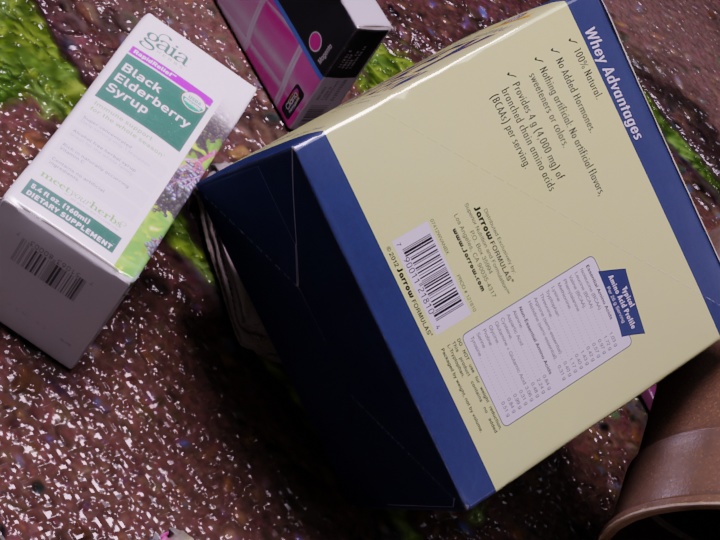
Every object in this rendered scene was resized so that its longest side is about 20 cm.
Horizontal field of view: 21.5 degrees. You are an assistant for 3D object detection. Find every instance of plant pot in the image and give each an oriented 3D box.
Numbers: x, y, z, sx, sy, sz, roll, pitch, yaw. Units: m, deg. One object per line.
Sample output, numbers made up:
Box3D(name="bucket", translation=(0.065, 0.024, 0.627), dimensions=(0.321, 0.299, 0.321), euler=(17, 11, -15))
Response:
Box3D(name="plant pot", translation=(0.247, 0.087, 1.062), dimensions=(0.199, 0.200, 0.200), euler=(25, 60, -16))

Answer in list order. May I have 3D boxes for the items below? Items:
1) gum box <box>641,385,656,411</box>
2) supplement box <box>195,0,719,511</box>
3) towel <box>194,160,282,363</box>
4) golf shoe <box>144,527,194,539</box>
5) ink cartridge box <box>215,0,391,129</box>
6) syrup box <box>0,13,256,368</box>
Box3D(name="gum box", translation=(0.262, 0.061, 1.252), dimensions=(0.198, 0.066, 0.114), euler=(2, 49, -37))
Box3D(name="supplement box", translation=(0.058, -0.009, 1.000), dimensions=(0.199, 0.134, 0.202), euler=(-29, 98, -26))
Box3D(name="towel", translation=(0.000, 0.000, 1.131), dimensions=(0.198, 0.035, 0.133), euler=(6, 49, -35))
Box3D(name="golf shoe", translation=(-0.104, 0.204, 0.820), dimensions=(0.092, 0.073, 0.201), euler=(35, 47, -11))
Box3D(name="ink cartridge box", translation=(-0.056, -0.197, 1.232), dimensions=(0.037, 0.095, 0.201), euler=(-4, 54, -39))
Box3D(name="syrup box", translation=(-0.135, -0.048, 1.033), dimensions=(0.078, 0.082, 0.201), euler=(34, 40, -7))
